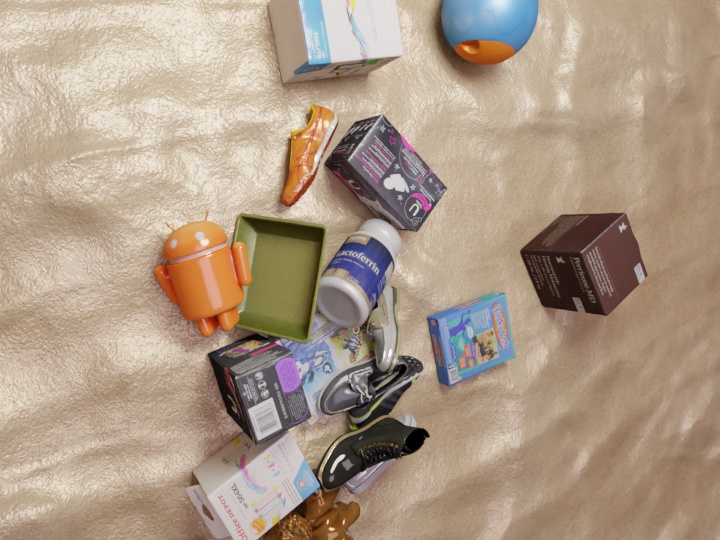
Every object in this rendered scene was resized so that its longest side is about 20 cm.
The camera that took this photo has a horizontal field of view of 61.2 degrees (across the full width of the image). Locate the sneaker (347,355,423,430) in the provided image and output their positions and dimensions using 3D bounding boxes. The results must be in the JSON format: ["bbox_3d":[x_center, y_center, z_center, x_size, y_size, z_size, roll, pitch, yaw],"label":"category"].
[{"bbox_3d":[0.049,0.254,1.264,0.197,0.071,0.085,-31,130,-22],"label":"sneaker"}]

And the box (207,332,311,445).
[{"bbox_3d":[-0.179,0.197,1.052,0.104,0.199,0.126,-21,102,-24],"label":"box"}]

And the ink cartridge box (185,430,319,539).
[{"bbox_3d":[-0.198,0.384,1.095,0.198,0.124,0.131,-35,108,-22],"label":"ink cartridge box"}]

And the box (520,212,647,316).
[{"bbox_3d":[0.511,-0.019,1.404,0.162,0.199,0.169,-35,107,-20],"label":"box"}]

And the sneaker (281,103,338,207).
[{"bbox_3d":[-0.109,-0.215,1.150,0.075,0.073,0.205,23,78,-4],"label":"sneaker"}]

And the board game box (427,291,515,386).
[{"bbox_3d":[0.252,0.150,1.363,0.195,0.045,0.157,-16,100,-26],"label":"board game box"}]

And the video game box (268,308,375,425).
[{"bbox_3d":[-0.068,0.168,1.197,0.198,0.046,0.186,-33,110,-22],"label":"video game box"}]

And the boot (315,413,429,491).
[{"bbox_3d":[0.022,0.339,1.127,0.198,0.137,0.079,-37,106,-30],"label":"boot"}]

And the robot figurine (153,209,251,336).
[{"bbox_3d":[-0.269,0.006,1.041,0.115,0.141,0.206,-24,104,-45],"label":"robot figurine"}]

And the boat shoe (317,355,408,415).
[{"bbox_3d":[0.007,0.220,1.180,0.196,0.062,0.075,-27,108,-24],"label":"boat shoe"}]

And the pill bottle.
[{"bbox_3d":[0.000,0.000,1.154,0.117,0.114,0.202,51,47,-21],"label":"pill bottle"}]

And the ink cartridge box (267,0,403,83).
[{"bbox_3d":[-0.045,-0.443,1.115,0.195,0.146,0.151,-15,99,-25],"label":"ink cartridge box"}]

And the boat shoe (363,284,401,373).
[{"bbox_3d":[0.038,0.109,1.194,0.067,0.076,0.203,18,41,-15],"label":"boat shoe"}]

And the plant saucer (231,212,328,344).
[{"bbox_3d":[-0.147,0.012,1.091,0.048,0.194,0.207,11,88,-64],"label":"plant saucer"}]

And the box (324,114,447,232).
[{"bbox_3d":[0.047,-0.184,1.187,0.200,0.131,0.116,44,78,-22],"label":"box"}]

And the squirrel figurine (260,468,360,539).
[{"bbox_3d":[-0.090,0.487,1.156,0.196,0.140,0.192,-20,96,-27],"label":"squirrel figurine"}]

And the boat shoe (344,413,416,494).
[{"bbox_3d":[0.035,0.363,1.246,0.200,0.073,0.066,-46,116,-19],"label":"boat shoe"}]

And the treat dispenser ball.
[{"bbox_3d":[0.263,-0.528,1.241,0.195,0.199,0.208,-2,94,-27],"label":"treat dispenser ball"}]
